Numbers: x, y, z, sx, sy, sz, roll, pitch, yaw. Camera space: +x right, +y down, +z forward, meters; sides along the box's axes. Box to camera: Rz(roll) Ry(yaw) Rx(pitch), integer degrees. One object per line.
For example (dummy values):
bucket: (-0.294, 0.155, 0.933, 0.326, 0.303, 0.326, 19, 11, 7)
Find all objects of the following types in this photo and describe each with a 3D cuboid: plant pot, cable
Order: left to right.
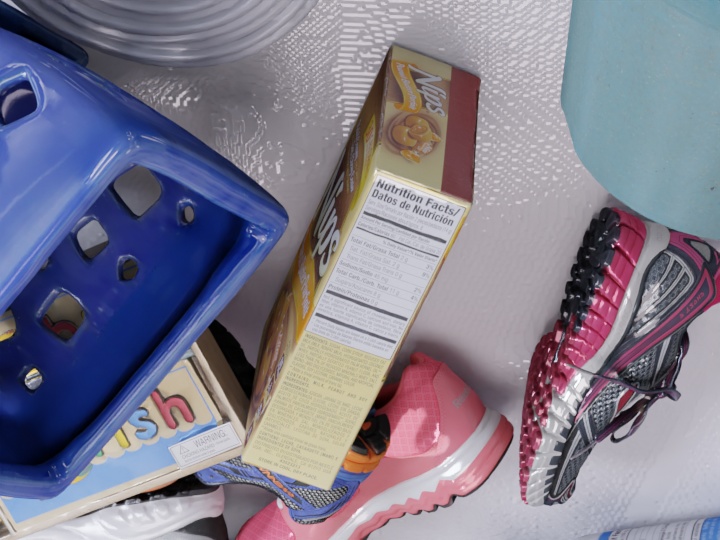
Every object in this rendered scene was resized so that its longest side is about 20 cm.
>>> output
plant pot: (-0.183, -0.025, 1.225, 0.200, 0.180, 0.200, -49, 158, 6)
cable: (-0.093, -0.186, 1.194, 0.199, 0.069, 0.200, 30, 130, -18)
plant pot: (0.178, -0.129, 1.131, 0.199, 0.201, 0.197, 10, 141, 0)

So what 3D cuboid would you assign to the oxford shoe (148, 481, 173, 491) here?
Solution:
oxford shoe: (-0.201, 0.085, 1.475, 0.199, 0.071, 0.073, -2, 114, 4)

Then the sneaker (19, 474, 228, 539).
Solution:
sneaker: (-0.170, 0.174, 1.520, 0.199, 0.074, 0.080, -11, 100, 19)

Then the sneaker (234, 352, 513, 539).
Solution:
sneaker: (-0.007, 0.108, 1.466, 0.200, 0.074, 0.087, -31, 105, 29)

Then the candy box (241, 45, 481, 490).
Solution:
candy box: (0.000, 0.000, 1.304, 0.055, 0.116, 0.201, 18, 126, -9)

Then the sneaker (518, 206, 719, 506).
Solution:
sneaker: (0.135, 0.059, 1.377, 0.074, 0.081, 0.201, 15, 133, -7)

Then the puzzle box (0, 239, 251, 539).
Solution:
puzzle box: (-0.168, 0.069, 1.361, 0.199, 0.025, 0.134, -22, 110, 18)

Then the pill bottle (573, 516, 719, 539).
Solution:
pill bottle: (0.177, 0.204, 1.481, 0.199, 0.113, 0.113, -11, 130, 18)

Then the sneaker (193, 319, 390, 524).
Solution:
sneaker: (-0.085, 0.079, 1.404, 0.199, 0.075, 0.079, 28, 116, 10)
